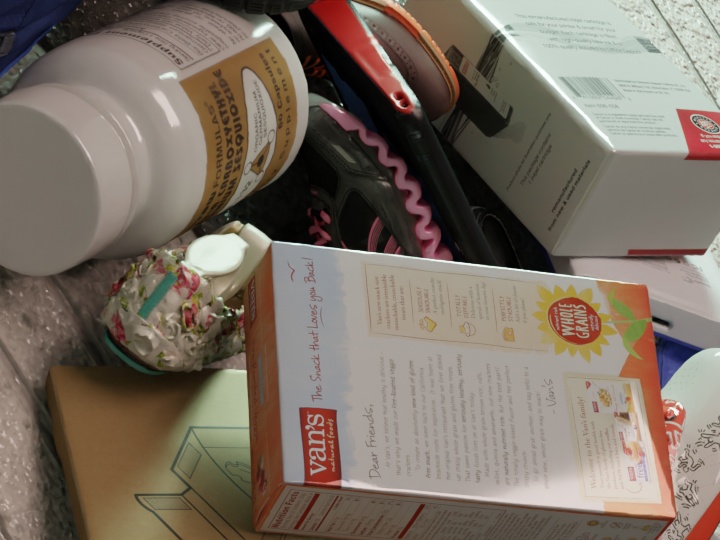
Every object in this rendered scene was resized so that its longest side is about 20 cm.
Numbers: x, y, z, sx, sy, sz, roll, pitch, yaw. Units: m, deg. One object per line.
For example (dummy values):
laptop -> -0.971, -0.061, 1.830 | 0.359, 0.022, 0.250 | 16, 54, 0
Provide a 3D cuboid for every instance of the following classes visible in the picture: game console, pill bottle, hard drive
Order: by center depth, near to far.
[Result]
pill bottle -> -0.119, -0.068, 1.513 | 0.114, 0.114, 0.200 | 57, 32, 0
game console -> 0.031, -0.053, 1.664 | 0.200, 0.031, 0.177 | 62, -1, -35
hard drive -> 0.161, -0.027, 1.854 | 0.132, 0.025, 0.200 | 19, 28, -24

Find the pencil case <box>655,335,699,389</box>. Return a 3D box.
pencil case -> 0.172, 0.114, 1.769 | 0.200, 0.078, 0.087 | -78, 162, -49

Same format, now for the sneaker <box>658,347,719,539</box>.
sneaker -> 0.127, 0.107, 1.506 | 0.108, 0.067, 0.201 | 34, 70, -25

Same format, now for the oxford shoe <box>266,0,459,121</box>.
oxford shoe -> -0.028, -0.134, 1.746 | 0.200, 0.071, 0.073 | 31, 48, -22

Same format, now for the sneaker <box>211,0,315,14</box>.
sneaker -> -0.085, -0.210, 1.574 | 0.200, 0.075, 0.087 | 41, 37, 21

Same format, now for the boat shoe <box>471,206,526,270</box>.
boat shoe -> 0.092, 0.037, 1.746 | 0.070, 0.066, 0.200 | 31, 40, -35

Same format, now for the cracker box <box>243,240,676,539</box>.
cracker box -> 0.046, 0.065, 1.436 | 0.200, 0.058, 0.134 | 7, 57, -17

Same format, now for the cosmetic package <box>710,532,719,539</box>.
cosmetic package -> 0.097, 0.103, 1.594 | 0.200, 0.071, 0.101 | 44, -6, -28

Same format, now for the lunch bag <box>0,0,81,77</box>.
lunch bag -> -0.199, -0.175, 1.481 | 0.136, 0.132, 0.200 | 33, 31, 3

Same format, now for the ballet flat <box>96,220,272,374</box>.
ballet flat -> -0.072, 0.009, 1.504 | 0.076, 0.064, 0.200 | 35, 15, 5

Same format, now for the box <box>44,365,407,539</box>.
box -> -0.056, 0.123, 1.413 | 0.163, 0.021, 0.200 | 2, 42, -21

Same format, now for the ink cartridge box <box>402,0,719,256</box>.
ink cartridge box -> 0.127, -0.101, 1.822 | 0.144, 0.084, 0.200 | 0, 40, -43

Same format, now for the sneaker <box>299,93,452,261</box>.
sneaker -> 0.000, 0.000, 1.620 | 0.200, 0.095, 0.079 | 61, -9, -18
